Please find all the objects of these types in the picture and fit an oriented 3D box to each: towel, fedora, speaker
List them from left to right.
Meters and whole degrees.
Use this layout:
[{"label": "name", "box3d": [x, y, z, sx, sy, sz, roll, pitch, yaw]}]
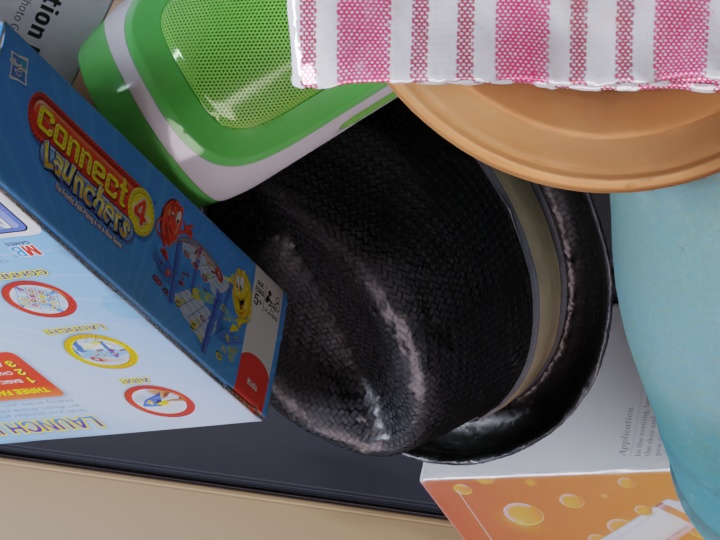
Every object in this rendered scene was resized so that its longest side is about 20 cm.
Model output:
[{"label": "speaker", "box3d": [-0.002, -0.104, 1.014, 0.200, 0.089, 0.088, -32, 132, 10]}, {"label": "fedora", "box3d": [0.000, 0.000, 1.096, 0.200, 0.092, 0.201, 13, 118, 24]}, {"label": "towel", "box3d": [0.073, -0.131, 0.907, 0.199, 0.147, 0.030, 1, -173, 5]}]

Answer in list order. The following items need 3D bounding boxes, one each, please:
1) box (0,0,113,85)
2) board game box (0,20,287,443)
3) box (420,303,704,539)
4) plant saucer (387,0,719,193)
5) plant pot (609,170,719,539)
[{"label": "box", "box3d": [-0.175, -0.159, 1.026, 0.200, 0.041, 0.156, 25, 102, -16]}, {"label": "board game box", "box3d": [-0.161, -0.003, 1.021, 0.199, 0.056, 0.196, -6, 149, 28]}, {"label": "box", "box3d": [0.148, 0.087, 1.300, 0.199, 0.098, 0.124, -4, 143, 27]}, {"label": "plant saucer", "box3d": [0.085, -0.124, 0.940, 0.199, 0.201, 0.037, 12, -170, 4]}, {"label": "plant pot", "box3d": [0.181, -0.014, 1.062, 0.199, 0.200, 0.188, -7, 130, 30]}]
